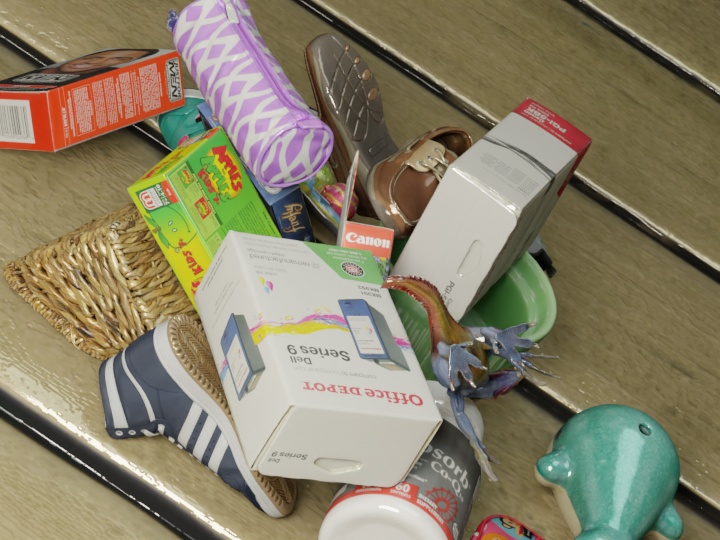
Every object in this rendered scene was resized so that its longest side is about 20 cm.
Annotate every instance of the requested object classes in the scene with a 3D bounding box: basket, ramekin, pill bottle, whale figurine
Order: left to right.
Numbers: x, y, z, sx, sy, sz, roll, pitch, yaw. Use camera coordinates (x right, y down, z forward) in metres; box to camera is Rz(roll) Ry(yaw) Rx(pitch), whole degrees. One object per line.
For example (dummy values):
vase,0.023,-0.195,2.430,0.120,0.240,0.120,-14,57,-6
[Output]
basket,-0.194,0.012,1.721,0.200,0.148,0.144,-34,102,-54
pill bottle,0.041,0.188,1.631,0.115,0.116,0.200,30,33,-3
ramekin,0.086,0.033,1.881,0.199,0.098,0.201,21,35,-15
whale figurine,0.241,0.206,1.777,0.158,0.104,0.200,27,34,-7

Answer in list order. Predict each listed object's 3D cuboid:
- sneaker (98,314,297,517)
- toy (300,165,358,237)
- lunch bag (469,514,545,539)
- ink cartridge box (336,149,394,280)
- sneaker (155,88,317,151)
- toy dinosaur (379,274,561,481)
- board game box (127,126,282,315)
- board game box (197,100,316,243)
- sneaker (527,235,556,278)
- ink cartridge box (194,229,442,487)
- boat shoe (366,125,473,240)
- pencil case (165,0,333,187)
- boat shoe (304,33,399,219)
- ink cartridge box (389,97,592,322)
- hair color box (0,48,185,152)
sneaker,-0.142,0.138,1.607,0.201,0.108,0.070,57,26,-17
toy,-0.036,-0.075,1.877,0.115,0.047,0.200,46,2,19
lunch bag,0.138,0.316,1.582,0.176,0.082,0.200,36,35,0
ink cartridge box,0.000,0.000,1.747,0.050,0.202,0.109,9,-8,-3
sneaker,-0.107,-0.124,1.940,0.199,0.084,0.121,7,35,-21
toy dinosaur,0.098,0.069,1.602,0.201,0.105,0.181,55,-9,-2
board game box,-0.116,-0.014,1.669,0.201,0.047,0.102,62,36,-14
board game box,-0.090,-0.064,1.798,0.034,0.200,0.136,-32,61,-10
sneaker,0.129,-0.025,2.008,0.199,0.078,0.140,1,43,-37
ink cartridge box,-0.037,0.071,1.549,0.144,0.088,0.201,9,42,-30
boat shoe,0.062,-0.095,1.848,0.076,0.072,0.200,53,27,-13
pencil case,-0.096,-0.166,1.693,0.084,0.086,0.201,-5,50,-39
boat shoe,-0.015,-0.141,1.934,0.076,0.072,0.201,-31,103,-45
ink cartridge box,0.125,-0.060,1.808,0.083,0.147,0.200,35,33,9
hair color box,-0.272,-0.169,1.852,0.101,0.062,0.200,5,19,32
